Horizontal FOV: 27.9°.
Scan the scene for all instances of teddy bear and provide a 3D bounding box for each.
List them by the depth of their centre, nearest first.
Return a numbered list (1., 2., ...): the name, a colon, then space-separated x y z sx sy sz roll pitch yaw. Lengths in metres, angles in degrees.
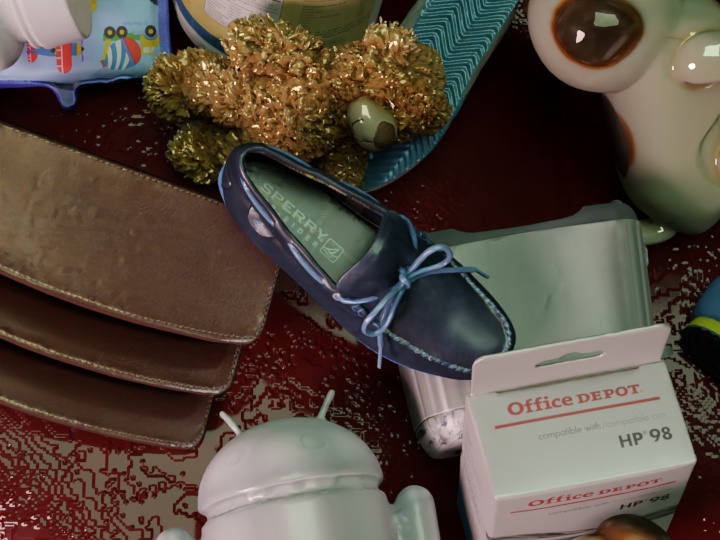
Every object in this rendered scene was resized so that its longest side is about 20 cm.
1. teddy bear: -0.044 -0.098 0.910 0.198 0.146 0.067 10 35 11

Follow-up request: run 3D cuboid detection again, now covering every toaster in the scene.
1. toaster: 0.094 0.040 0.911 0.198 0.114 0.130 -9 75 -9

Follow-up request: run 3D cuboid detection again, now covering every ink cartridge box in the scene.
1. ink cartridge box: 0.120 0.114 0.830 0.115 0.201 0.067 -10 59 -4

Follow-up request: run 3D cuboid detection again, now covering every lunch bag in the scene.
1. lunch bag: -0.206 -0.207 0.977 0.149 0.094 0.202 -4 86 -7

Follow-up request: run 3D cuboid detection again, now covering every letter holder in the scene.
1. letter holder: -0.163 0.016 0.869 0.199 0.101 0.143 20 71 -15

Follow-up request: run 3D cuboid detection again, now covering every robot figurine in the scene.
1. robot figurine: -0.034 0.174 0.848 0.168 0.113 0.202 -7 73 -11

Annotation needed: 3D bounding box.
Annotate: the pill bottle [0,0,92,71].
1. pill bottle: -0.274 -0.169 0.884 0.198 0.114 0.115 -12 73 2

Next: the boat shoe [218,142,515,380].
1. boat shoe: 0.000 0.000 0.826 0.199 0.069 0.085 29 78 0

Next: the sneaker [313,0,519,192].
1. sneaker: 0.044 -0.132 0.984 0.076 0.081 0.200 39 91 4

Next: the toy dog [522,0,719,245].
1. toy dog: 0.192 -0.132 0.950 0.193 0.140 0.200 -38 117 18

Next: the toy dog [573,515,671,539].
1. toy dog: 0.163 0.232 0.768 0.140 0.194 0.200 -44 82 -7

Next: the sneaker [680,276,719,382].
1. sneaker: 0.307 0.075 0.953 0.200 0.066 0.078 42 68 7

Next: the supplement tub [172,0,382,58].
1. supplement tub: -0.041 -0.233 0.923 0.143 0.201 0.146 7 55 -10
